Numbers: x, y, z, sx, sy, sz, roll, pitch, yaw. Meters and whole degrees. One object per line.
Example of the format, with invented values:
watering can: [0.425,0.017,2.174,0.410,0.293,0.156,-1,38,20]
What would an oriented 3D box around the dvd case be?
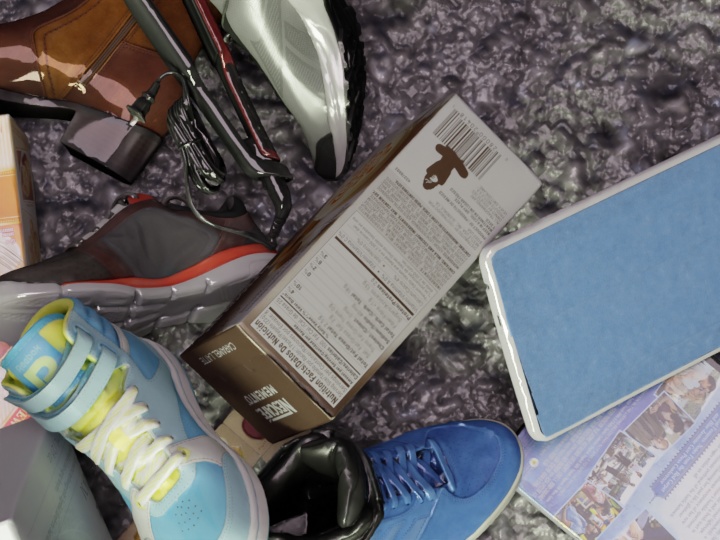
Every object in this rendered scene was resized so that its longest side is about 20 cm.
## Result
dvd case: [0.200,0.130,1.394,0.200,0.018,0.143,39,85,8]

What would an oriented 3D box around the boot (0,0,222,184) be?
boot: [-0.171,-0.183,1.427,0.188,0.068,0.200,28,83,6]

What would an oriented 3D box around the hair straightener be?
hair straightener: [-0.105,-0.099,1.387,0.077,0.041,0.200,-25,88,-12]

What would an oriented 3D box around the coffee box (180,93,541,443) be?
coffee box: [0.000,0.000,1.339,0.080,0.114,0.200,45,68,-6]

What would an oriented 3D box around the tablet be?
tablet: [0.169,0.006,1.358,0.200,0.014,0.130,-25,111,-21]

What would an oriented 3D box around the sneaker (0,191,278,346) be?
sneaker: [-0.145,-0.004,1.378,0.200,0.077,0.082,-8,62,-36]

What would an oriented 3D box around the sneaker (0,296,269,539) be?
sneaker: [-0.136,0.093,1.265,0.080,0.131,0.200,-47,44,7]

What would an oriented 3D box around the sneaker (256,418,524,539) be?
sneaker: [0.012,0.129,1.323,0.200,0.111,0.077,-21,66,-15]

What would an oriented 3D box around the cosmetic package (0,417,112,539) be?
cosmetic package: [-0.197,0.212,1.275,0.123,0.199,0.200,-19,103,4]

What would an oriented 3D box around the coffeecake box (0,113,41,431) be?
coffeecake box: [-0.275,0.017,1.400,0.153,0.073,0.200,-8,82,0]

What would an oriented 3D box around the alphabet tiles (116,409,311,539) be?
alphabet tiles: [-0.069,0.199,1.400,0.167,0.008,0.200,42,86,7]

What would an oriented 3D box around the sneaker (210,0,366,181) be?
sneaker: [-0.044,-0.145,1.383,0.079,0.074,0.200,-9,121,12]
